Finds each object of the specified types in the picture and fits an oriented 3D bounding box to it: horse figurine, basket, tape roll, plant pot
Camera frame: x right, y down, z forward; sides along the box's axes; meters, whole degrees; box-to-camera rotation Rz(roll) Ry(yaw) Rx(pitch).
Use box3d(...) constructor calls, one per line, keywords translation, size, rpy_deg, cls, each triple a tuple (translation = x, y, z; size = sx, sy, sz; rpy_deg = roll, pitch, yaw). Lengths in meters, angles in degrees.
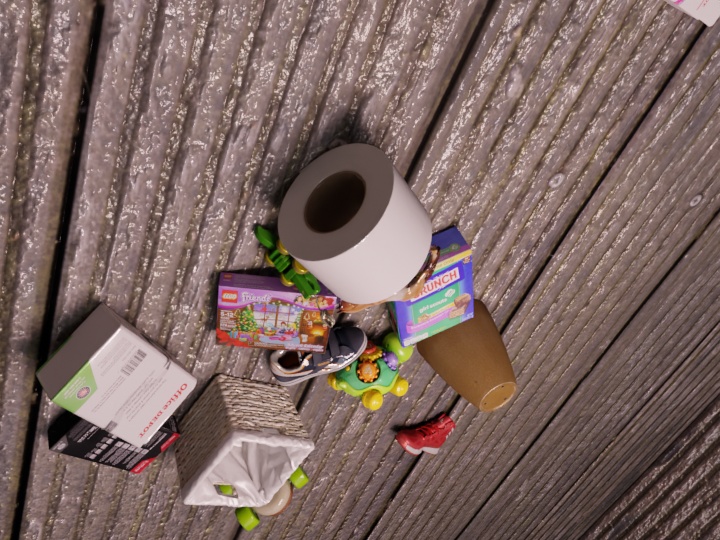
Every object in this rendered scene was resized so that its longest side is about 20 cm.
box3d(translation=(0.060, 0.015, 1.078), size=(0.197, 0.050, 0.134), rpy_deg=(-14, 137, -25), cls="horse figurine")
box3d(translation=(-0.236, 0.338, 1.221), size=(0.197, 0.162, 0.201), rpy_deg=(21, 116, -42), cls="basket")
box3d(translation=(-0.007, -0.069, 0.948), size=(0.202, 0.204, 0.139), rpy_deg=(-38, 137, 7), cls="tape roll")
box3d(translation=(0.247, 0.200, 1.355), size=(0.184, 0.201, 0.188), rpy_deg=(-17, 137, -16), cls="plant pot")

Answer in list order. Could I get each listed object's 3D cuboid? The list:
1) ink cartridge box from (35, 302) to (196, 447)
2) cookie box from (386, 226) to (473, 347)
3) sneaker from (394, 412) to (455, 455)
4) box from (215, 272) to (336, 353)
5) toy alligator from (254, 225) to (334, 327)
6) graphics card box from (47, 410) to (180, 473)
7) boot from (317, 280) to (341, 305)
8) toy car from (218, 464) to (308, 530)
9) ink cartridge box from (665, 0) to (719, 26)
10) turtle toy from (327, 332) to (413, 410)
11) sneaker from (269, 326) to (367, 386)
box3d(translation=(-0.385, 0.173, 1.005), size=(0.146, 0.084, 0.201), rpy_deg=(-49, 139, -12), cls="ink cartridge box")
box3d(translation=(0.133, 0.036, 1.226), size=(0.169, 0.076, 0.202), rpy_deg=(-22, 136, -9), cls="cookie box")
box3d(translation=(0.172, 0.410, 1.613), size=(0.116, 0.078, 0.199), rpy_deg=(-53, 147, 10), cls="sneaker")
box3d(translation=(-0.148, 0.076, 1.076), size=(0.196, 0.039, 0.138), rpy_deg=(5, 128, -10), cls="box")
box3d(translation=(-0.095, 0.000, 1.016), size=(0.054, 0.201, 0.059), rpy_deg=(-41, -177, -42), cls="toy alligator")
box3d(translation=(-0.446, 0.296, 1.138), size=(0.125, 0.051, 0.200), rpy_deg=(-42, 138, 9), cls="graphics card box")
box3d(translation=(0.000, 0.000, 1.117), size=(0.095, 0.074, 0.200), rpy_deg=(4, 139, -50), cls="boot")
box3d(translation=(-0.197, 0.485, 1.405), size=(0.163, 0.158, 0.201), rpy_deg=(-37, 150, -9), cls="toy car")
box3d(translation=(0.520, -0.481, 0.982), size=(0.198, 0.068, 0.116), rpy_deg=(9, 124, -36), cls="ink cartridge box")
box3d(translation=(0.030, 0.194, 1.279), size=(0.198, 0.145, 0.103), rpy_deg=(-18, 116, -40), cls="turtle toy")
box3d(translation=(-0.082, 0.157, 1.207), size=(0.198, 0.079, 0.080), rpy_deg=(-25, 143, -6), cls="sneaker")
